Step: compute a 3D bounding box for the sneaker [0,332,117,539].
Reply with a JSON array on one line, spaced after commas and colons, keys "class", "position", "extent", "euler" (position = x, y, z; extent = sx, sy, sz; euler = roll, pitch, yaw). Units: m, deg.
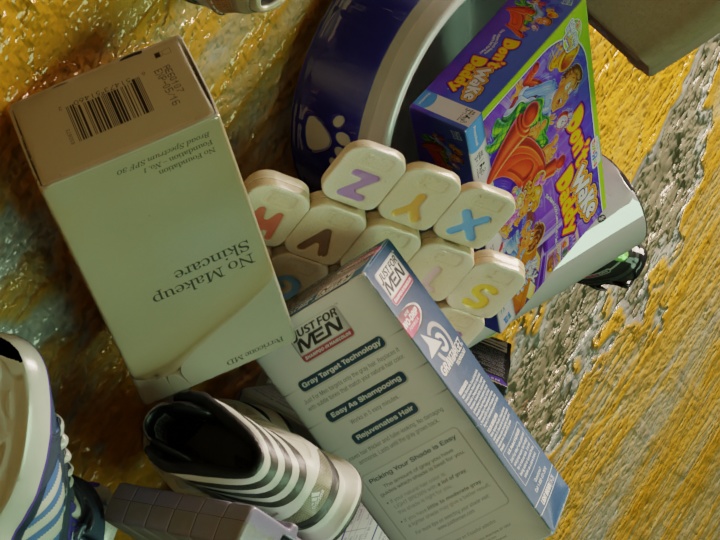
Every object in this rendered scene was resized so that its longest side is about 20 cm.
[{"class": "sneaker", "position": [-0.190, 0.119, 1.043], "extent": [0.146, 0.080, 0.200], "euler": [-21, 126, -65]}]

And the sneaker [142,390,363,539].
[{"class": "sneaker", "position": [-0.094, 0.097, 1.089], "extent": [0.115, 0.200, 0.076], "euler": [38, 75, -35]}]

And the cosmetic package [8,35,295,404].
[{"class": "cosmetic package", "position": [-0.111, -0.023, 1.011], "extent": [0.103, 0.073, 0.200], "euler": [-24, 141, -5]}]

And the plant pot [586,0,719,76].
[{"class": "plant pot", "position": [0.208, -0.246, 1.247], "extent": [0.177, 0.200, 0.200], "euler": [-47, 176, 8]}]

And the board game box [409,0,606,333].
[{"class": "board game box", "position": [0.102, -0.073, 1.194], "extent": [0.135, 0.045, 0.200], "euler": [-48, 147, -25]}]

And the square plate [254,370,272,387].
[{"class": "square plate", "position": [-0.055, 0.154, 1.333], "extent": [0.200, 0.028, 0.198], "euler": [14, 100, -61]}]

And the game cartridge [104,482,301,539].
[{"class": "game cartridge", "position": [-0.045, 0.184, 1.077], "extent": [0.200, 0.130, 0.038], "euler": [40, 69, -38]}]

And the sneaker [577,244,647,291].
[{"class": "sneaker", "position": [0.185, -0.013, 1.482], "extent": [0.077, 0.084, 0.200], "euler": [-64, -175, 4]}]

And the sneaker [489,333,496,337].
[{"class": "sneaker", "position": [0.106, -0.039, 1.397], "extent": [0.082, 0.074, 0.200], "euler": [4, 109, -57]}]

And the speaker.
[{"class": "speaker", "position": [0.107, -0.006, 1.321], "extent": [0.200, 0.081, 0.081], "euler": [-31, 142, -14]}]

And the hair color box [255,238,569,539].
[{"class": "hair color box", "position": [0.031, 0.091, 1.119], "extent": [0.100, 0.200, 0.061], "euler": [-31, -169, 27]}]

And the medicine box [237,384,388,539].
[{"class": "medicine box", "position": [-0.020, 0.179, 1.274], "extent": [0.200, 0.103, 0.183], "euler": [1, 111, -59]}]

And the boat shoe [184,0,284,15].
[{"class": "boat shoe", "position": [-0.026, -0.218, 1.034], "extent": [0.200, 0.068, 0.075], "euler": [-53, 150, -19]}]

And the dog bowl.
[{"class": "dog bowl", "position": [0.045, -0.116, 1.197], "extent": [0.200, 0.079, 0.200], "euler": [-37, 140, -39]}]

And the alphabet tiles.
[{"class": "alphabet tiles", "position": [0.000, 0.000, 1.148], "extent": [0.200, 0.015, 0.196], "euler": [19, 134, -25]}]

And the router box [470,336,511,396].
[{"class": "router box", "position": [0.062, 0.156, 1.435], "extent": [0.157, 0.052, 0.200], "euler": [-61, 170, -80]}]
